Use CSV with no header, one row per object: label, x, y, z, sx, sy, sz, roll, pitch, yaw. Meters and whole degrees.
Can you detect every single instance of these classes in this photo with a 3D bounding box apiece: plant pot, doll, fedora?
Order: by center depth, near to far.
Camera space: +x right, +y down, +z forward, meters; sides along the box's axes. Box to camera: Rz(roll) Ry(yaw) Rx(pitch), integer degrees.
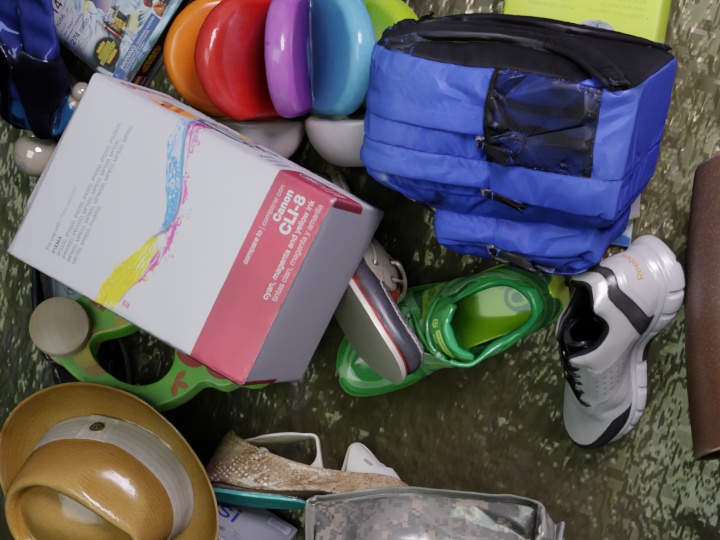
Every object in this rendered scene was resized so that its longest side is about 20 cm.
plant pot,0.300,0.014,1.141,0.186,0.187,0.201,-17,77,21
fedora,-0.212,0.185,1.285,0.200,0.082,0.201,9,118,18
doll,-0.278,-0.170,1.351,0.136,0.048,0.201,19,128,32

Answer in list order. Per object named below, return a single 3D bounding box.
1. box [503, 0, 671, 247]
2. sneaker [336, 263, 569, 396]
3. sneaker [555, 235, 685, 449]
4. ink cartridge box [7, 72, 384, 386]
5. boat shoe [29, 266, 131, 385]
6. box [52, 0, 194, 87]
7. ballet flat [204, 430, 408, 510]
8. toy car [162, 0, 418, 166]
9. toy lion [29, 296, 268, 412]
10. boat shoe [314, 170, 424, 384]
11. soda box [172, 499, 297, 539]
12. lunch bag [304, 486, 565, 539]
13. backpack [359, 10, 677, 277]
box,0.158,-0.123,1.230,0.121,0.048,0.201,11,100,18
sneaker,0.062,0.042,1.265,0.199,0.084,0.074,-25,89,21
sneaker,0.169,0.059,1.195,0.074,0.080,0.201,51,148,37
ink cartridge box,-0.114,-0.028,1.160,0.199,0.145,0.145,28,96,14
boat shoe,-0.243,0.049,1.383,0.074,0.066,0.200,-1,97,18
box,-0.184,-0.264,1.336,0.137,0.040,0.200,39,108,12
ballet flat,-0.028,0.166,1.321,0.199,0.071,0.066,10,70,6
toy car,-0.055,-0.165,1.244,0.199,0.150,0.176,1,97,19
toy lion,-0.134,0.032,1.316,0.191,0.069,0.200,36,80,10
boat shoe,0.000,0.000,1.259,0.200,0.062,0.071,56,155,33
soda box,-0.158,0.201,1.358,0.199,0.063,0.068,30,121,7
lunch bag,0.073,0.244,1.237,0.199,0.164,0.118,-10,50,20
backpack,0.099,-0.093,1.143,0.199,0.162,0.169,15,105,16
